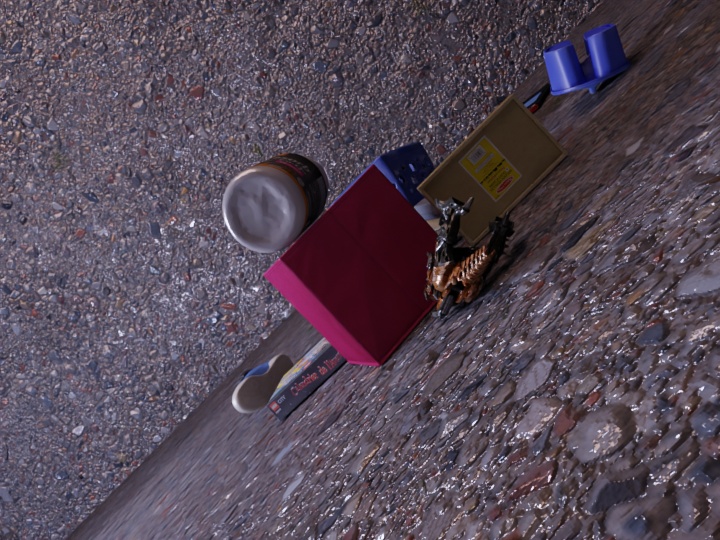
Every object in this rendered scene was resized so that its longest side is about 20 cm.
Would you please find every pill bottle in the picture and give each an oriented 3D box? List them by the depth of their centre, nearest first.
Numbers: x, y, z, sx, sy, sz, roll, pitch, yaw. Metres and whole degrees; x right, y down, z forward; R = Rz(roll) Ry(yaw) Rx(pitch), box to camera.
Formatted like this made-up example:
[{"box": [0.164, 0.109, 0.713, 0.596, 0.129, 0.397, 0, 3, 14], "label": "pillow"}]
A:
[{"box": [-0.112, -0.106, 0.908, 0.116, 0.116, 0.200, -42, 7, 20], "label": "pill bottle"}]

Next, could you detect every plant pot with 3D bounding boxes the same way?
[{"box": [0.083, -0.155, 1.451, 0.200, 0.180, 0.200, -40, -4, 37], "label": "plant pot"}]

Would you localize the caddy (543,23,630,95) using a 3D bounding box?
[{"box": [0.416, -0.378, 1.164, 0.140, 0.106, 0.200, -18, 16, 23], "label": "caddy"}]

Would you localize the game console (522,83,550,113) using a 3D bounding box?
[{"box": [0.444, -0.438, 1.757, 0.177, 0.031, 0.200, -41, 7, 40], "label": "game console"}]

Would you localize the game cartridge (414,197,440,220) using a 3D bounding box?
[{"box": [0.191, -0.143, 1.087, 0.199, 0.041, 0.133, -34, 20, -31], "label": "game cartridge"}]

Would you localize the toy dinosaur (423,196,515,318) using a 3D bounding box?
[{"box": [0.125, -0.006, 0.746, 0.199, 0.101, 0.137, 4, 71, 64], "label": "toy dinosaur"}]

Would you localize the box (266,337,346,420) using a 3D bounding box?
[{"box": [-0.072, 0.162, 1.111, 0.200, 0.038, 0.137, -44, 5, 12], "label": "box"}]

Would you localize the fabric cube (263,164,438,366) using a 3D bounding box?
[{"box": [0.000, 0.000, 0.938, 0.200, 0.199, 0.196, -46, 5, -16], "label": "fabric cube"}]

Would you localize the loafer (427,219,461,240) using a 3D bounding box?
[{"box": [0.140, -0.080, 1.149, 0.200, 0.068, 0.076, -35, 11, 49], "label": "loafer"}]

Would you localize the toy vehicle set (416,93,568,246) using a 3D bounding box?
[{"box": [0.199, -0.151, 0.957, 0.200, 0.124, 0.027, -44, 6, 6], "label": "toy vehicle set"}]

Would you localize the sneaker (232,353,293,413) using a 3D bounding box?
[{"box": [-0.232, 0.259, 1.362, 0.111, 0.077, 0.200, -34, 6, 31], "label": "sneaker"}]
